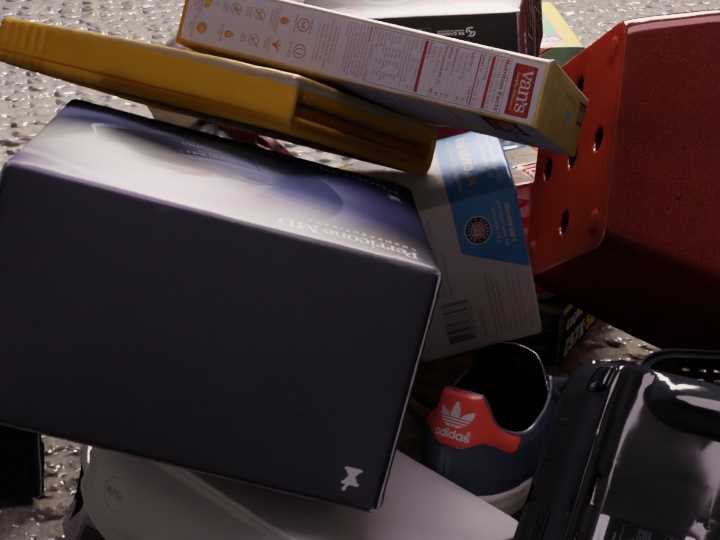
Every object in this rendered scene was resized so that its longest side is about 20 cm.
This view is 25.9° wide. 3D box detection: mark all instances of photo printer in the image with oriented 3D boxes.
[{"bbox_3d":[-0.032,0.127,0.800,0.199,0.070,0.166,27,18,30],"label":"photo printer"}]

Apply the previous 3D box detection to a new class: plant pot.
[{"bbox_3d":[0.208,-0.054,0.963,0.174,0.203,0.200,10,-11,-12],"label":"plant pot"}]

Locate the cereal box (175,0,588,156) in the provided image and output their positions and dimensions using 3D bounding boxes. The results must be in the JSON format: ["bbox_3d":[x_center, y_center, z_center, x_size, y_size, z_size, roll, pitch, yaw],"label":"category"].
[{"bbox_3d":[0.017,-0.108,0.844,0.198,0.040,0.144,15,2,15],"label":"cereal box"}]

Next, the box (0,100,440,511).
[{"bbox_3d":[-0.073,0.008,0.772,0.197,0.125,0.199,14,14,-6],"label":"box"}]

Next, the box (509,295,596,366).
[{"bbox_3d":[0.086,-0.006,1.151,0.198,0.050,0.159,14,28,25],"label":"box"}]

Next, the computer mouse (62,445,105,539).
[{"bbox_3d":[-0.122,0.149,0.832,0.108,0.044,0.200,19,21,-12],"label":"computer mouse"}]

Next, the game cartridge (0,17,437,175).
[{"bbox_3d":[-0.079,-0.095,0.865,0.198,0.033,0.176,13,2,27],"label":"game cartridge"}]

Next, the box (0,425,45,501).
[{"bbox_3d":[-0.296,0.045,0.950,0.197,0.125,0.199,-4,28,-12],"label":"box"}]

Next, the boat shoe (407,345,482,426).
[{"bbox_3d":[0.023,0.036,1.041,0.071,0.069,0.199,-21,34,-36],"label":"boat shoe"}]

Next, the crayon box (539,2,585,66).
[{"bbox_3d":[0.064,-0.159,1.201,0.197,0.059,0.119,-3,26,-5],"label":"crayon box"}]

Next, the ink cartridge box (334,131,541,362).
[{"bbox_3d":[0.000,0.000,0.937,0.197,0.116,0.068,-14,39,2],"label":"ink cartridge box"}]

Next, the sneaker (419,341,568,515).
[{"bbox_3d":[0.099,0.078,0.921,0.074,0.086,0.200,12,17,24],"label":"sneaker"}]

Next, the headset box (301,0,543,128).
[{"bbox_3d":[0.041,-0.155,1.034,0.147,0.078,0.200,-1,24,12],"label":"headset box"}]

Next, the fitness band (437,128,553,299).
[{"bbox_3d":[0.127,-0.058,1.053,0.198,0.145,0.037,-14,-8,-26],"label":"fitness band"}]

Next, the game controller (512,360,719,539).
[{"bbox_3d":[0.124,0.140,0.762,0.103,0.042,0.202,15,69,16],"label":"game controller"}]

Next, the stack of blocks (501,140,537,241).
[{"bbox_3d":[0.078,-0.074,1.164,0.114,0.059,0.200,-12,29,-23],"label":"stack of blocks"}]

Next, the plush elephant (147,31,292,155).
[{"bbox_3d":[-0.089,-0.103,1.095,0.197,0.157,0.165,1,13,-12],"label":"plush elephant"}]

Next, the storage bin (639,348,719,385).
[{"bbox_3d":[0.251,0.119,0.856,0.197,0.095,0.136,2,27,3],"label":"storage bin"}]
